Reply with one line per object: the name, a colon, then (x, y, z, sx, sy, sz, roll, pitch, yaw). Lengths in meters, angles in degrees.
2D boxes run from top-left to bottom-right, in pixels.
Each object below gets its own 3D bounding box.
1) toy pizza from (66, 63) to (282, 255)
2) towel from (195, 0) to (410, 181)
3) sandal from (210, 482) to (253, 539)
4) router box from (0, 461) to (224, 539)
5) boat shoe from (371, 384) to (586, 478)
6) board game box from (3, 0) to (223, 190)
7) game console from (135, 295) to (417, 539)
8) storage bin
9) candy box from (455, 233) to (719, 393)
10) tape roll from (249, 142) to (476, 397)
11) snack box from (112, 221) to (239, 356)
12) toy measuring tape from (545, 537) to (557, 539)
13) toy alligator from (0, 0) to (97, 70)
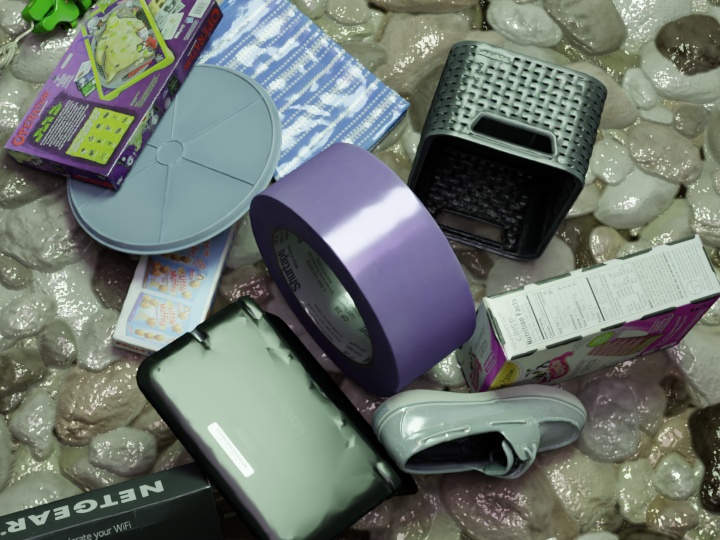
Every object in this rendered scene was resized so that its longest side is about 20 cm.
toy pizza: (-0.161, -0.095, 1.362, 0.200, 0.032, 0.200, -8, 57, 13)
towel: (-0.071, -0.170, 1.436, 0.200, 0.024, 0.145, 42, 71, 9)
sandal: (-0.126, 0.188, 1.273, 0.200, 0.080, 0.054, -18, 51, -9)
router box: (-0.199, 0.246, 1.201, 0.200, 0.051, 0.149, -14, 112, -12)
boat shoe: (0.107, 0.142, 1.289, 0.201, 0.070, 0.072, 2, 43, -27)
board game box: (-0.219, -0.170, 1.390, 0.120, 0.032, 0.200, 18, 67, 24)
game console: (-0.063, 0.131, 1.256, 0.176, 0.116, 0.200, -34, 74, -27)
storage bin: (0.118, -0.099, 1.337, 0.135, 0.200, 0.094, 17, 68, 0)
candy box: (0.192, 0.045, 1.327, 0.200, 0.136, 0.061, -16, 71, -12)
tape roll: (0.000, 0.000, 1.286, 0.085, 0.200, 0.200, -36, 77, -18)
snack box: (-0.153, -0.018, 1.366, 0.072, 0.024, 0.200, 16, 68, 0)
toy measuring tape: (0.077, 0.253, 1.269, 0.200, 0.074, 0.074, -15, 72, -12)
toy alligator: (-0.270, -0.250, 1.428, 0.054, 0.059, 0.200, 41, 63, -35)
